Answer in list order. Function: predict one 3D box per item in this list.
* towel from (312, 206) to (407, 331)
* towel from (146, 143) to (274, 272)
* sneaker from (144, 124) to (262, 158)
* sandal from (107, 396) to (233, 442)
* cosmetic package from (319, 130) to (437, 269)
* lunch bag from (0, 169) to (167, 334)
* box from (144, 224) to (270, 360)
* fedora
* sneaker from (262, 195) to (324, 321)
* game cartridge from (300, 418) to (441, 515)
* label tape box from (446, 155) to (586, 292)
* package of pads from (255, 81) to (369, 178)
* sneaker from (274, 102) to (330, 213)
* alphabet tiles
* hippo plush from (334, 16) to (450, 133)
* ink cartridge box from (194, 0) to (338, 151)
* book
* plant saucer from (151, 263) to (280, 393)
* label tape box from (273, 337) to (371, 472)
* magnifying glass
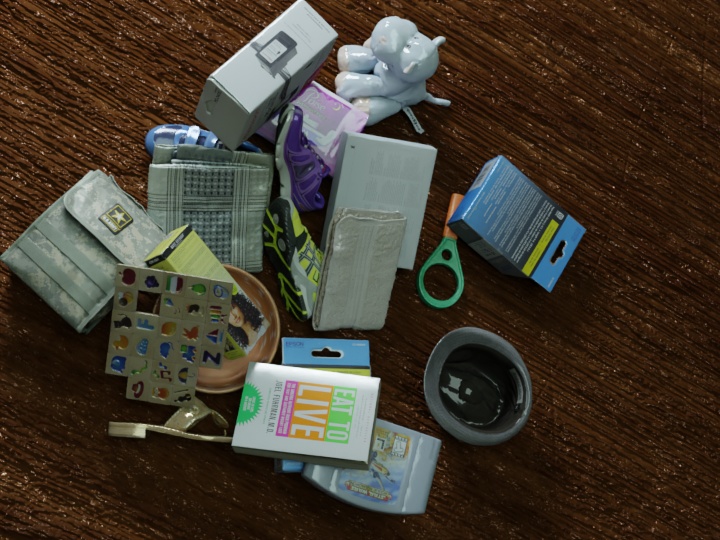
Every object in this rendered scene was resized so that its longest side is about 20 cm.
[{"bbox_3d":[0.000,0.000,1.655,0.132,0.034,0.201,1,107,-33],"label":"towel"},{"bbox_3d":[-0.232,-0.093,1.628,0.191,0.035,0.201,3,105,-15],"label":"towel"},{"bbox_3d":[-0.239,-0.190,1.668,0.199,0.082,0.074,14,76,-11],"label":"sneaker"},{"bbox_3d":[-0.264,0.215,1.567,0.210,0.078,0.070,4,82,-9],"label":"sandal"},{"bbox_3d":[0.027,-0.111,1.694,0.150,0.052,0.201,8,103,-17],"label":"cosmetic package"},{"bbox_3d":[-0.394,-0.030,1.557,0.164,0.118,0.200,44,81,-2],"label":"lunch bag"},{"bbox_3d":[-0.223,0.034,1.556,0.200,0.050,0.075,51,48,-19],"label":"box"},{"bbox_3d":[0.175,0.187,1.688,0.199,0.090,0.178,23,74,-16],"label":"fedora"},{"bbox_3d":[-0.096,-0.025,1.657,0.076,0.075,0.201,-25,115,-31],"label":"sneaker"},{"bbox_3d":[0.017,0.290,1.586,0.199,0.042,0.134,20,68,-14],"label":"game cartridge"},{"bbox_3d":[0.262,-0.072,1.783,0.200,0.063,0.145,40,67,-12],"label":"label tape box"},{"bbox_3d":[-0.097,-0.249,1.714,0.199,0.076,0.121,30,90,-6],"label":"package of pads"},{"bbox_3d":[-0.090,-0.176,1.655,0.083,0.201,0.081,-2,45,2],"label":"sneaker"},{"bbox_3d":[-0.277,0.098,1.521,0.166,0.008,0.201,9,106,-3],"label":"alphabet tiles"},{"bbox_3d":[0.055,-0.321,1.738,0.200,0.161,0.159,44,70,-2],"label":"hippo plush"},{"bbox_3d":[-0.142,-0.288,1.579,0.083,0.145,0.200,44,67,0],"label":"ink cartridge box"},{"bbox_3d":[-0.077,0.211,1.548,0.199,0.048,0.134,6,64,7],"label":"book"},{"bbox_3d":[-0.223,0.090,1.628,0.199,0.037,0.202,3,78,-16],"label":"plant saucer"},{"bbox_3d":[-0.059,0.209,1.633,0.142,0.066,0.201,3,74,-16],"label":"label tape box"},{"bbox_3d":[0.144,-0.033,1.771,0.079,0.022,0.201,17,75,-11],"label":"magnifying glass"}]
